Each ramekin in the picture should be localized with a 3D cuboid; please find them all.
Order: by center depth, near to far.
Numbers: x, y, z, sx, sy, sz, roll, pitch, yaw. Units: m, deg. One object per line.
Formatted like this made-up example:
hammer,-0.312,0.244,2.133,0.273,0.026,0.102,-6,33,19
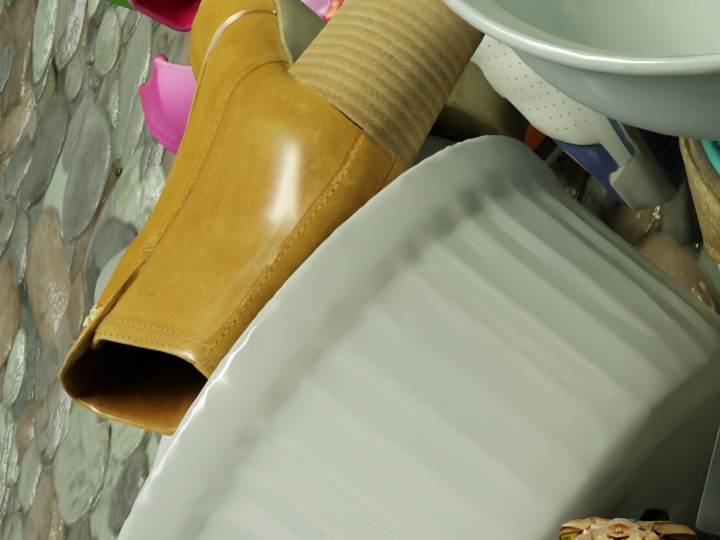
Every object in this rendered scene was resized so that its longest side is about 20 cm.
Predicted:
ramekin,0.025,0.071,0.720,0.098,0.200,0.201,36,120,18

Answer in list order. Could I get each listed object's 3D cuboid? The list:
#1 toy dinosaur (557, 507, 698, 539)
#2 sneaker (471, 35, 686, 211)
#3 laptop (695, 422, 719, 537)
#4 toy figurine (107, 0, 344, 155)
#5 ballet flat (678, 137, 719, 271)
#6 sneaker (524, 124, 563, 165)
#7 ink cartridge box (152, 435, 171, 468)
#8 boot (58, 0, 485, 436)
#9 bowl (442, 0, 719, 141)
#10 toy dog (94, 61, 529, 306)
toy dinosaur,0.080,0.142,0.654,0.102,0.200,0.136,-12,50,30
sneaker,0.026,-0.109,0.801,0.115,0.199,0.081,-8,41,49
laptop,0.181,-0.002,0.526,0.200,0.103,0.177,19,96,67
toy figurine,-0.031,-0.119,1.051,0.200,0.150,0.184,-41,45,26
ballet flat,0.138,0.008,0.688,0.200,0.068,0.072,-132,37,-58
sneaker,0.045,-0.130,0.869,0.078,0.112,0.200,23,102,39
ink cartridge box,-0.021,0.131,0.943,0.200,0.084,0.146,39,114,64
boot,-0.046,-0.019,0.767,0.144,0.071,0.201,-54,16,-13
bowl,0.115,-0.104,0.695,0.201,0.090,0.201,-14,48,16
toy dog,0.000,0.000,0.887,0.132,0.096,0.200,-57,26,-14
